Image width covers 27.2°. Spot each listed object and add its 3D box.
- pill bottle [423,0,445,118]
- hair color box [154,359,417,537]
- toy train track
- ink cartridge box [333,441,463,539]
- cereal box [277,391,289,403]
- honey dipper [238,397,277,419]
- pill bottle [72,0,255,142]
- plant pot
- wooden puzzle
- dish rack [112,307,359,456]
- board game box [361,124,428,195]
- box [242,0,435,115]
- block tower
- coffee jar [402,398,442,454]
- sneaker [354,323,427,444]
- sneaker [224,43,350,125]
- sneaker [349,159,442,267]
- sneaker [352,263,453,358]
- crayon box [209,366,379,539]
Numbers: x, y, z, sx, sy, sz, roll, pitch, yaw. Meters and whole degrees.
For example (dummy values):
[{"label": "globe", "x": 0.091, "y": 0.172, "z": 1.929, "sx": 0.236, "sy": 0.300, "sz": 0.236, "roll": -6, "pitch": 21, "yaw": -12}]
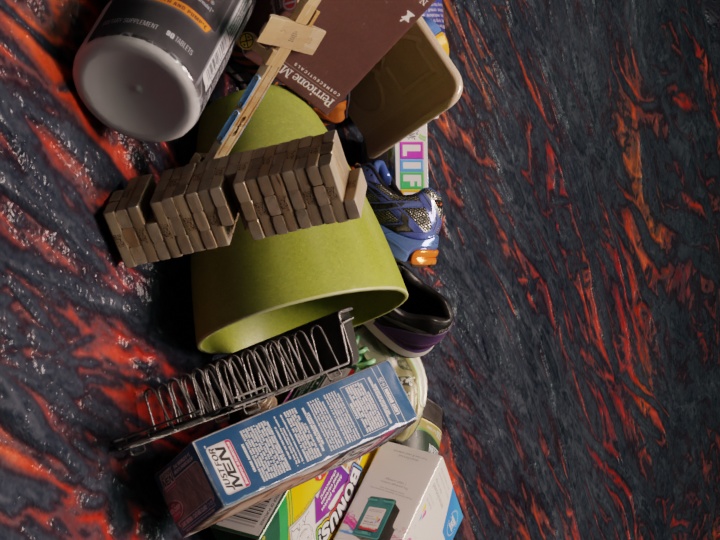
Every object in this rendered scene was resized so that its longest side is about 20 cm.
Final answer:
[{"label": "pill bottle", "x": 0.030, "y": -0.257, "z": 1.576, "sx": 0.120, "sy": 0.119, "sz": 0.201, "roll": -18, "pitch": 103, "yaw": -65}, {"label": "hair color box", "x": -0.061, "y": 0.147, "z": 1.235, "sx": 0.199, "sy": 0.100, "sz": 0.061, "roll": -20, "pitch": 77, "yaw": -33}, {"label": "toy train track", "x": -0.088, "y": -0.160, "z": 1.202, "sx": 0.201, "sy": 0.032, "sz": 0.115, "roll": -58, "pitch": 164, "yaw": 13}, {"label": "ink cartridge box", "x": 0.020, "y": 0.276, "z": 1.384, "sx": 0.201, "sy": 0.067, "sz": 0.116, "roll": -62, "pitch": 150, "yaw": -30}, {"label": "cereal box", "x": -0.037, "y": 0.056, "z": 1.486, "sx": 0.144, "sy": 0.039, "sz": 0.201, "roll": 63, "pitch": 34, "yaw": -42}, {"label": "honey dipper", "x": -0.079, "y": 0.167, "z": 1.392, "sx": 0.038, "sy": 0.038, "sz": 0.201, "roll": -68, "pitch": 149, "yaw": -43}, {"label": "pill bottle", "x": -0.147, "y": -0.205, "z": 1.196, "sx": 0.201, "sy": 0.106, "sz": 0.107, "roll": -71, "pitch": 147, "yaw": -41}, {"label": "plant pot", "x": -0.072, "y": -0.050, "z": 1.287, "sx": 0.187, "sy": 0.186, "sz": 0.201, "roll": 11, "pitch": 63, "yaw": -65}, {"label": "wooden puzzle", "x": 0.011, "y": -0.222, "z": 1.396, "sx": 0.046, "sy": 0.185, "sz": 0.201, "roll": -31, "pitch": 92, "yaw": -29}, {"label": "dish rack", "x": -0.102, "y": 0.092, "z": 1.203, "sx": 0.200, "sy": 0.153, "sz": 0.055, "roll": -18, "pitch": 85, "yaw": -55}, {"label": "board game box", "x": 0.034, "y": -0.084, "z": 1.542, "sx": 0.200, "sy": 0.034, "sz": 0.135, "roll": 155, "pitch": -66, "yaw": -80}, {"label": "box", "x": -0.004, "y": -0.241, "z": 1.259, "sx": 0.100, "sy": 0.200, "sz": 0.075, "roll": 32, "pitch": 27, "yaw": -28}, {"label": "block tower", "x": -0.098, "y": -0.057, "z": 1.173, "sx": 0.054, "sy": 0.199, "sz": 0.058, "roll": -80, "pitch": 155, "yaw": -56}, {"label": "coffee jar", "x": 0.035, "y": 0.223, "z": 1.571, "sx": 0.104, "sy": 0.085, "sz": 0.201, "roll": 39, "pitch": 52, "yaw": -59}, {"label": "sneaker", "x": 0.001, "y": 0.074, "z": 1.446, "sx": 0.088, "sy": 0.077, "sz": 0.201, "roll": -2, "pitch": 73, "yaw": -39}, {"label": "sneaker", "x": -0.065, "y": -0.205, "z": 1.367, "sx": 0.200, "sy": 0.111, "sz": 0.078, "roll": 53, "pitch": 40, "yaw": -51}, {"label": "sneaker", "x": -0.006, "y": -0.071, "z": 1.394, "sx": 0.079, "sy": 0.199, "sz": 0.075, "roll": -68, "pitch": 161, "yaw": 7}, {"label": "sneaker", "x": 0.000, "y": 0.000, "z": 1.387, "sx": 0.076, "sy": 0.199, "sz": 0.088, "roll": -62, "pitch": -175, "yaw": -24}, {"label": "crayon box", "x": -0.045, "y": 0.214, "z": 1.370, "sx": 0.200, "sy": 0.058, "sz": 0.173, "roll": -58, "pitch": 145, "yaw": -35}]
